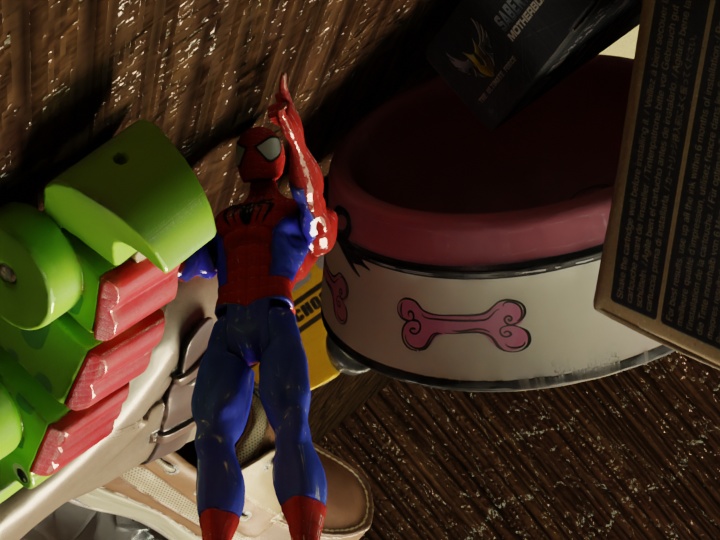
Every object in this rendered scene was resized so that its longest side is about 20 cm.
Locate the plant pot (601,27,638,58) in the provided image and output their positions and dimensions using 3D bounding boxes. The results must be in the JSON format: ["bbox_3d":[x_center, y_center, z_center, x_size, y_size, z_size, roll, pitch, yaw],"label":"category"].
[{"bbox_3d":[0.160,-0.094,1.063,0.200,0.200,0.027,-41,-146,16],"label":"plant pot"}]

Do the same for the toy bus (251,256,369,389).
[{"bbox_3d":[0.000,0.000,1.078,0.200,0.078,0.065,-37,-174,-25],"label":"toy bus"}]

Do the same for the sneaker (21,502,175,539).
[{"bbox_3d":[-0.149,0.140,1.065,0.075,0.115,0.200,-35,173,-36],"label":"sneaker"}]

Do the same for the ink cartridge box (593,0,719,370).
[{"bbox_3d":[0.178,-0.076,0.819,0.200,0.075,0.165,-33,138,-46],"label":"ink cartridge box"}]

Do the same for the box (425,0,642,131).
[{"bbox_3d":[0.125,-0.154,0.853,0.158,0.051,0.200,-36,173,-30],"label":"box"}]

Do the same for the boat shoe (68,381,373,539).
[{"bbox_3d":[-0.062,0.089,0.984,0.200,0.076,0.072,21,138,-41],"label":"boat shoe"}]

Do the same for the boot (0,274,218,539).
[{"bbox_3d":[-0.118,0.070,0.849,0.146,0.070,0.200,-14,147,-47],"label":"boot"}]

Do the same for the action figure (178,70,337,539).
[{"bbox_3d":[-0.044,0.015,0.743,0.065,0.200,0.099,-10,141,12],"label":"action figure"}]

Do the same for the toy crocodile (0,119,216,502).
[{"bbox_3d":[-0.093,0.020,0.688,0.067,0.062,0.200,-34,162,-40],"label":"toy crocodile"}]

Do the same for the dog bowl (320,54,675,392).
[{"bbox_3d":[0.074,-0.030,0.933,0.200,0.074,0.200,-9,-153,5],"label":"dog bowl"}]
